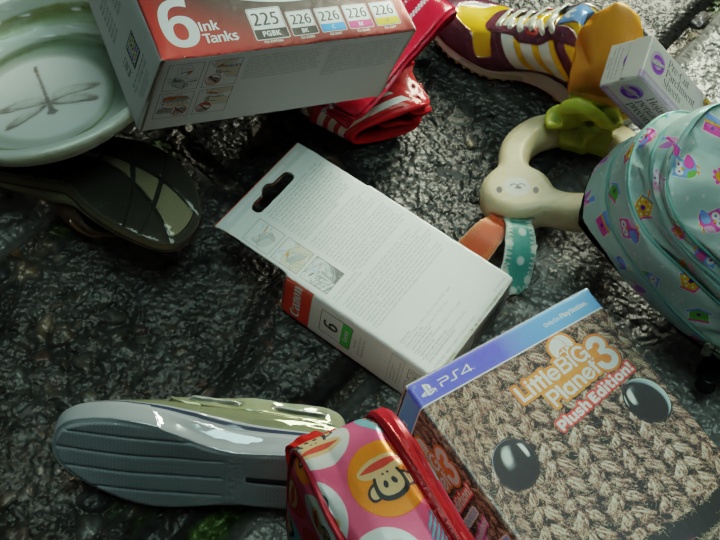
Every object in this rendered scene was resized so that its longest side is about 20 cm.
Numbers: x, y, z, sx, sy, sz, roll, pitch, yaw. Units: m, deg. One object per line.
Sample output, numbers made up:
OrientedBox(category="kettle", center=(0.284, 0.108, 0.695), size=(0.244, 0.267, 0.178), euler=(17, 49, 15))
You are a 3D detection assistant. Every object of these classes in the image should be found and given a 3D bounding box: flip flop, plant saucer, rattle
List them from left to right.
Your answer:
OrientedBox(category="plant saucer", center=(-0.238, -0.136, 0.948), size=(0.199, 0.050, 0.201), euler=(-2, 48, 3))
OrientedBox(category="flip flop", center=(-0.203, -0.059, 0.948), size=(0.199, 0.058, 0.081), euler=(17, 50, 22))
OrientedBox(category="rattle", center=(0.148, -0.089, 0.969), size=(0.199, 0.143, 0.130), euler=(-30, 69, -27))

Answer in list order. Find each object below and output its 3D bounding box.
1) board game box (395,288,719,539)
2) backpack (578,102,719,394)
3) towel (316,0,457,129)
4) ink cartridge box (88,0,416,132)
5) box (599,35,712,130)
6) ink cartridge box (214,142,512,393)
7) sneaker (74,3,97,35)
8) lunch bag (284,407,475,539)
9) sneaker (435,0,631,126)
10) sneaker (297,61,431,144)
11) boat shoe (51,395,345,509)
OrientedBox(category="board game box", center=(0.140, 0.141, 0.840), size=(0.159, 0.097, 0.200), euler=(-26, 65, -24))
OrientedBox(category="backpack", center=(0.263, -0.028, 0.921), size=(0.200, 0.127, 0.167), euler=(40, 59, -10))
OrientedBox(category="towel", center=(-0.038, -0.217, 1.016), size=(0.200, 0.023, 0.145), euler=(37, 69, 12))
OrientedBox(category="ink cartridge box", center=(-0.090, -0.207, 0.923), size=(0.199, 0.084, 0.176), euler=(-13, 66, -28))
OrientedBox(category="box", center=(0.259, -0.104, 0.982), size=(0.200, 0.039, 0.042), euler=(38, 62, -34))
OrientedBox(category="ink cartridge box", center=(0.000, 0.000, 0.941), size=(0.200, 0.050, 0.109), euler=(33, 59, 14))
OrientedBox(category="sneaker", center=(-0.149, -0.229, 1.063), size=(0.091, 0.076, 0.200), euler=(36, 68, 7))
OrientedBox(category="lunch bag", center=(0.008, 0.173, 0.738), size=(0.082, 0.200, 0.177), euler=(-25, 64, -18))
OrientedBox(category="sneaker", center=(0.157, -0.199, 1.072), size=(0.199, 0.090, 0.075), euler=(24, 56, 7))
OrientedBox(category="sneaker", center=(0.028, -0.181, 1.061), size=(0.115, 0.078, 0.200), euler=(38, 71, 6))
OrientedBox(category="boat shoe", center=(-0.103, 0.117, 0.846), size=(0.199, 0.072, 0.062), euler=(10, 31, -6))
